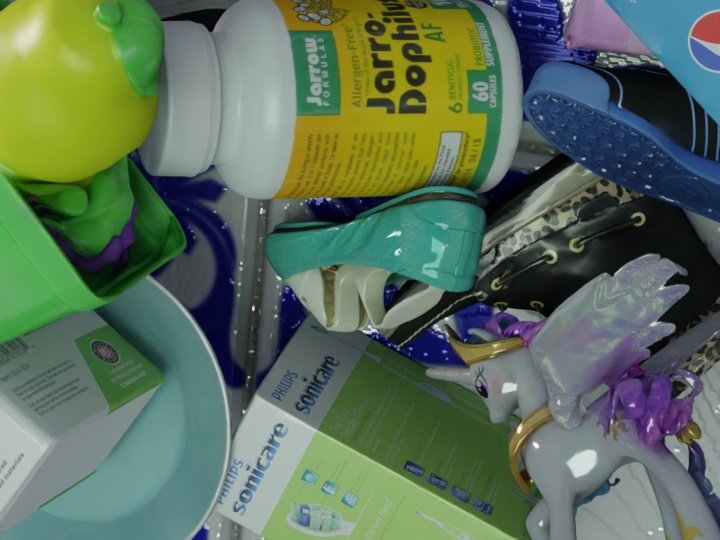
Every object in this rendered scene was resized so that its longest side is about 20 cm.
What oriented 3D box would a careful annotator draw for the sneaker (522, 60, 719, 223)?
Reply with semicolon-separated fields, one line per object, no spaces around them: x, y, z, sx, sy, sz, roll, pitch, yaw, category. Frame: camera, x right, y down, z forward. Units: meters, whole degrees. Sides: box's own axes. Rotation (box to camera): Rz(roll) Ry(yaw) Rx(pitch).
0.186;-0.082;1.192;0.200;0.078;0.070;24;157;-14;sneaker

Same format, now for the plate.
-0.164;0.082;1.249;0.200;0.026;0.201;4;101;19;plate

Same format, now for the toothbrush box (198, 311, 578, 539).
0.025;0.125;1.281;0.200;0.146;0.086;30;113;1;toothbrush box

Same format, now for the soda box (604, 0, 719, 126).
0.213;-0.104;1.119;0.064;0.068;0.200;-40;100;23;soda box

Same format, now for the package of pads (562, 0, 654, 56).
0.215;-0.171;1.171;0.200;0.076;0.121;8;113;10;package of pads

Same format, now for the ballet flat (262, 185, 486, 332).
0.000;0.000;1.231;0.067;0.200;0.071;12;77;-31;ballet flat

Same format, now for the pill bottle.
-0.020;-0.096;1.188;0.200;0.113;0.113;-2;112;-20;pill bottle

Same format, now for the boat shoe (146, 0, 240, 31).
-0.079;-0.174;1.248;0.200;0.060;0.076;-2;89;5;boat shoe

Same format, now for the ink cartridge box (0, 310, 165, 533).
-0.228;0.038;1.171;0.200;0.145;0.084;41;112;8;ink cartridge box

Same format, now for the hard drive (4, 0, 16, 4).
-0.197;-0.199;1.127;0.200;0.033;0.140;38;156;23;hard drive

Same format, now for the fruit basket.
-0.163;-0.081;1.081;0.215;0.156;0.216;4;106;15;fruit basket

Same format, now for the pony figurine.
0.137;0.082;1.154;0.193;0.166;0.200;-33;65;27;pony figurine

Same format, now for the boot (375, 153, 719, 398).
0.123;0.022;1.263;0.200;0.073;0.151;-37;97;14;boot
